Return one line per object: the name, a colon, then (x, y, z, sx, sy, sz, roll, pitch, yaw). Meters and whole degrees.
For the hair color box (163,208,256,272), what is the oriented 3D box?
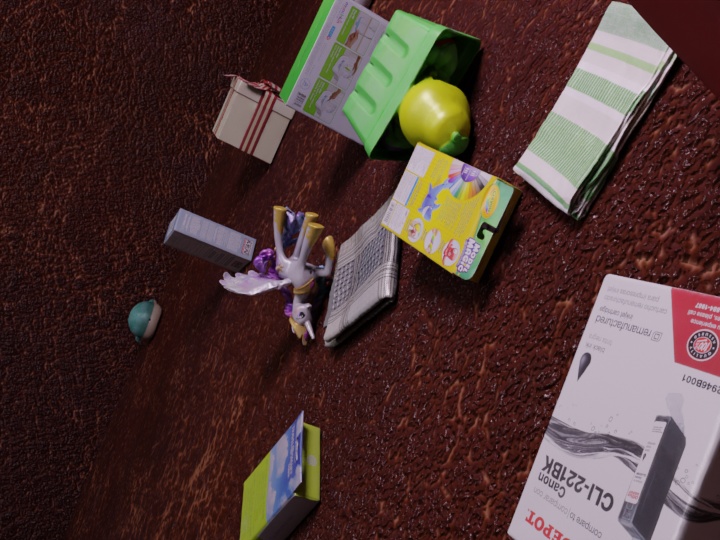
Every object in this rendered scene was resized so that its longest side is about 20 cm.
hair color box: (-0.361, -0.069, 1.882, 0.099, 0.197, 0.062, -31, 41, 56)

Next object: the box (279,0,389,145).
box: (-0.017, -0.343, 1.346, 0.203, 0.174, 0.097, -62, 22, 14)

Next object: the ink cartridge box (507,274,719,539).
ink cartridge box: (0.195, 0.119, 0.510, 0.204, 0.082, 0.144, -69, 22, -1)

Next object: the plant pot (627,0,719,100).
plant pot: (0.271, -0.219, 0.527, 0.201, 0.174, 0.203, -49, 29, 38)

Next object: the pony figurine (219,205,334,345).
pony figurine: (-0.120, 0.001, 1.309, 0.191, 0.164, 0.205, 26, 111, 43)

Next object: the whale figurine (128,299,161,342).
whale figurine: (-0.778, 0.174, 2.794, 0.199, 0.102, 0.163, -9, 61, 66)

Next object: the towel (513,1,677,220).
towel: (0.232, -0.164, 0.780, 0.203, 0.023, 0.153, -62, 21, 16)

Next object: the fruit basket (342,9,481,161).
fruit basket: (0.093, -0.228, 1.075, 0.211, 0.154, 0.222, 4, 98, 33)

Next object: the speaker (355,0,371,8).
speaker: (0.013, -0.648, 1.703, 0.202, 0.080, 0.082, -60, 23, 20)

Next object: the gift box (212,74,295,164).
gift box: (-0.288, -0.413, 2.056, 0.190, 0.197, 0.184, -63, 27, 8)

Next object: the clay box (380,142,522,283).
clay box: (0.108, -0.068, 0.919, 0.200, 0.047, 0.117, 39, 107, 54)

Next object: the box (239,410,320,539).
box: (-0.112, 0.310, 1.121, 0.201, 0.047, 0.123, -53, 26, 34)

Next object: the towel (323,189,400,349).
towel: (0.000, 0.000, 1.169, 0.200, 0.034, 0.196, -43, 33, 49)
